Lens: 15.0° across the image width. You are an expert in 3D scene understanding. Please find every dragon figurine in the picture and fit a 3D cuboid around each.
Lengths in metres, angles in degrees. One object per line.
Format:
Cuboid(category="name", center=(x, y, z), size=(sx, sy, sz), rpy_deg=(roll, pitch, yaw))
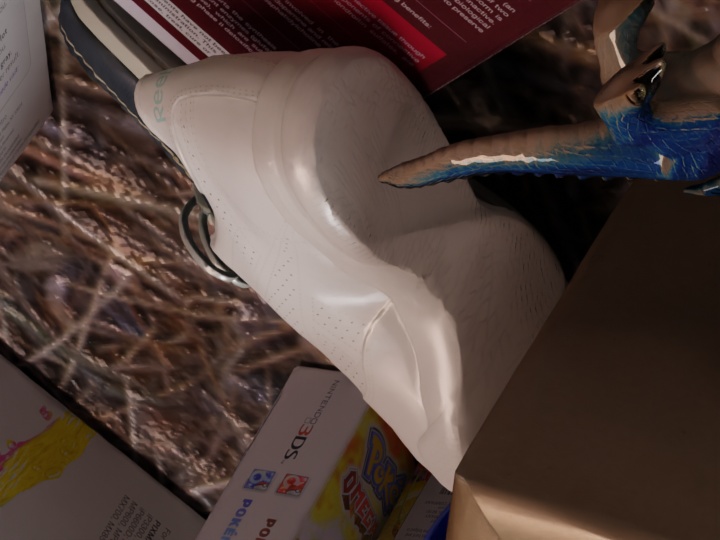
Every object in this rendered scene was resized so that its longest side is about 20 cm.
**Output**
Cuboid(category="dragon figurine", center=(0.109, -0.037, 0.735), size=(0.199, 0.059, 0.100), rpy_deg=(-31, 120, 11))

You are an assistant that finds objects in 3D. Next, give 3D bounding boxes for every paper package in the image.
Cuboid(category="paper package", center=(0.135, 0.072, 0.787), size=(0.190, 0.200, 0.104), rpy_deg=(18, 126, 15))

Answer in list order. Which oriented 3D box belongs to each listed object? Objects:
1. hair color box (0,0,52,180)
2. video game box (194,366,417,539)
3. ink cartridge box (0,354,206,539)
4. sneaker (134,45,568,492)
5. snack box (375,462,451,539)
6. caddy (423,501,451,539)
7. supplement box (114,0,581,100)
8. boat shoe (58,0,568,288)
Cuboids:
Cuboid(category="hair color box", center=(-0.157, -0.097, 0.882), size=(0.064, 0.110, 0.201), rpy_deg=(20, 141, 14))
Cuboid(category="video game box", center=(-0.017, 0.170, 1.026), size=(0.047, 0.183, 0.201), rpy_deg=(4, 136, 27))
Cuboid(category="ink cartridge box", center=(-0.186, 0.125, 1.123), size=(0.200, 0.145, 0.145), rpy_deg=(39, 142, -12))
Cuboid(category="sneaker", center=(0.000, 0.000, 0.836), size=(0.088, 0.075, 0.200), rpy_deg=(7, 145, 35))
Cuboid(category="snack box", center=(0.036, 0.196, 1.003), size=(0.067, 0.200, 0.169), rpy_deg=(1, 133, 33))
Cuboid(category="caddy", center=(0.081, 0.127, 0.875), size=(0.141, 0.200, 0.105), rpy_deg=(-5, 124, 22))
Cuboid(category="supplement box", center=(0.002, -0.108, 0.773), size=(0.109, 0.061, 0.200), rpy_deg=(41, 153, -13))
Cuboid(category="boat shoe", center=(-0.023, -0.029, 0.900), size=(0.199, 0.075, 0.062), rpy_deg=(33, 132, -17))
